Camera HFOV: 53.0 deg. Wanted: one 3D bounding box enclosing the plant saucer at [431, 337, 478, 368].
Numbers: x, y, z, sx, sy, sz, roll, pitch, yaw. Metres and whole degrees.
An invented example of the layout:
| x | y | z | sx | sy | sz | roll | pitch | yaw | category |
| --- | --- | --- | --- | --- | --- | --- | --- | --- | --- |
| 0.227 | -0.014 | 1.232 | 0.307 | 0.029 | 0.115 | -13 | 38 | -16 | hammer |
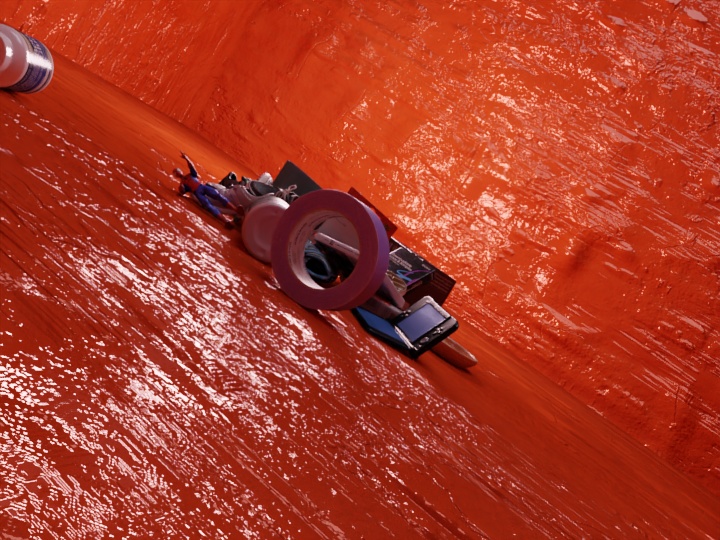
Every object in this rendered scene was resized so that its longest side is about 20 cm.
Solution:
| x | y | z | sx | sy | sz | roll | pitch | yaw | category |
| --- | --- | --- | --- | --- | --- | --- | --- | --- | --- |
| 0.203 | 0.184 | 1.801 | 0.198 | 0.038 | 0.200 | 33 | 4 | -2 | plant saucer |

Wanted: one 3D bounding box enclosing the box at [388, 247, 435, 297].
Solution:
| x | y | z | sx | sy | sz | roll | pitch | yaw | category |
| --- | --- | --- | --- | --- | --- | --- | --- | --- | --- |
| 0.083 | 0.017 | 1.924 | 0.197 | 0.037 | 0.142 | -26 | 43 | -31 | box |

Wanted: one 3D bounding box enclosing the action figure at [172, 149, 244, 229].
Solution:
| x | y | z | sx | sy | sz | roll | pitch | yaw | category |
| --- | --- | --- | --- | --- | --- | --- | --- | --- | --- |
| -0.340 | -0.175 | 1.523 | 0.198 | 0.066 | 0.099 | 35 | -12 | 25 | action figure |

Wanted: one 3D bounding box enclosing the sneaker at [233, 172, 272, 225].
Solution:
| x | y | z | sx | sy | sz | roll | pitch | yaw | category |
| --- | --- | --- | --- | --- | --- | --- | --- | --- | --- |
| -0.246 | -0.158 | 1.734 | 0.074 | 0.080 | 0.202 | 35 | 38 | -19 | sneaker |

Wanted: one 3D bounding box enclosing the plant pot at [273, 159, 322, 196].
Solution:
| x | y | z | sx | sy | sz | roll | pitch | yaw | category |
| --- | --- | --- | --- | --- | --- | --- | --- | --- | --- |
| -0.177 | -0.175 | 1.997 | 0.200 | 0.162 | 0.201 | 40 | -2 | 2 | plant pot |

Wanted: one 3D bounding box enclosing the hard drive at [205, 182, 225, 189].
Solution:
| x | y | z | sx | sy | sz | roll | pitch | yaw | category |
| --- | --- | --- | --- | --- | --- | --- | --- | --- | --- |
| -0.298 | -0.154 | 1.832 | 0.198 | 0.038 | 0.140 | 35 | 5 | 2 | hard drive |

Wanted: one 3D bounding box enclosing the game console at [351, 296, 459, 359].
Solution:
| x | y | z | sx | sy | sz | roll | pitch | yaw | category |
| --- | --- | --- | --- | --- | --- | --- | --- | --- | --- |
| 0.085 | 0.091 | 1.505 | 0.120 | 0.169 | 0.200 | 58 | -4 | -20 | game console |

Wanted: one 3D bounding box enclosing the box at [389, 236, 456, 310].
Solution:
| x | y | z | sx | sy | sz | roll | pitch | yaw | category |
| --- | --- | --- | --- | --- | --- | --- | --- | --- | --- |
| 0.137 | 0.032 | 2.111 | 0.164 | 0.166 | 0.199 | 29 | 6 | -39 | box |

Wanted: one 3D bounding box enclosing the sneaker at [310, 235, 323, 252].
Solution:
| x | y | z | sx | sy | sz | roll | pitch | yaw | category |
| --- | --- | --- | --- | --- | --- | --- | --- | --- | --- |
| -0.163 | -0.084 | 1.792 | 0.128 | 0.081 | 0.198 | 33 | 4 | 29 | sneaker |

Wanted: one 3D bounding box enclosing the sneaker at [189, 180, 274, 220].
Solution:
| x | y | z | sx | sy | sz | roll | pitch | yaw | category |
| --- | --- | --- | --- | --- | --- | --- | --- | --- | --- |
| -0.282 | -0.162 | 1.605 | 0.195 | 0.084 | 0.075 | 16 | 6 | -2 | sneaker |

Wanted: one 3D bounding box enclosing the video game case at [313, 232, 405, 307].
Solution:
| x | y | z | sx | sy | sz | roll | pitch | yaw | category |
| --- | --- | --- | --- | --- | --- | --- | --- | --- | --- |
| 0.000 | 0.000 | 1.656 | 0.179 | 0.024 | 0.201 | 26 | -16 | 34 | video game case |

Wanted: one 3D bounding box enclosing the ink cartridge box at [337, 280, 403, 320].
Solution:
| x | y | z | sx | sy | sz | roll | pitch | yaw | category |
| --- | --- | --- | --- | --- | --- | --- | --- | --- | --- |
| 0.033 | 0.071 | 1.719 | 0.160 | 0.051 | 0.200 | 33 | 8 | -16 | ink cartridge box |

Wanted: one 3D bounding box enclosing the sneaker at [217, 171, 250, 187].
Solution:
| x | y | z | sx | sy | sz | roll | pitch | yaw | category |
| --- | --- | --- | --- | --- | --- | --- | --- | --- | --- |
| -0.318 | -0.210 | 1.965 | 0.199 | 0.083 | 0.071 | 38 | 2 | 35 | sneaker |

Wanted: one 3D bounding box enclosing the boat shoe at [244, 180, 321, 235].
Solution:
| x | y | z | sx | sy | sz | roll | pitch | yaw | category |
| --- | --- | --- | --- | --- | --- | --- | --- | --- | --- |
| -0.173 | -0.158 | 1.666 | 0.197 | 0.068 | 0.074 | 35 | 43 | -3 | boat shoe |

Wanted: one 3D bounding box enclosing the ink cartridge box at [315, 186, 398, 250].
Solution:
| x | y | z | sx | sy | sz | roll | pitch | yaw | category |
| --- | --- | --- | --- | --- | --- | --- | --- | --- | --- |
| -0.018 | -0.088 | 1.826 | 0.159 | 0.201 | 0.047 | 41 | 43 | 1 | ink cartridge box |

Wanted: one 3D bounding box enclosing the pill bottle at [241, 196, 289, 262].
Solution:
| x | y | z | sx | sy | sz | roll | pitch | yaw | category |
| --- | --- | --- | --- | --- | --- | --- | --- | --- | --- |
| -0.184 | -0.090 | 1.471 | 0.112 | 0.115 | 0.200 | 31 | 5 | -12 | pill bottle |

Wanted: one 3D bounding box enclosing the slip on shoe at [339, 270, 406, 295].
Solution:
| x | y | z | sx | sy | sz | roll | pitch | yaw | category |
| --- | --- | --- | --- | --- | --- | --- | --- | --- | --- |
| 0.027 | 0.033 | 1.796 | 0.196 | 0.062 | 0.076 | 20 | 29 | 25 | slip on shoe |

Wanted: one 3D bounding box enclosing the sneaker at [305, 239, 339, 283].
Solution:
| x | y | z | sx | sy | sz | roll | pitch | yaw | category |
| --- | --- | --- | --- | --- | --- | --- | --- | --- | --- |
| -0.132 | -0.044 | 1.611 | 0.197 | 0.074 | 0.082 | 33 | 6 | 3 | sneaker |

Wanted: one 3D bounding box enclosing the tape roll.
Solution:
| x | y | z | sx | sy | sz | roll | pitch | yaw | category |
| --- | --- | --- | --- | --- | --- | --- | --- | --- | --- |
| -0.052 | -0.033 | 1.253 | 0.198 | 0.203 | 0.085 | 33 | 4 | 15 | tape roll |

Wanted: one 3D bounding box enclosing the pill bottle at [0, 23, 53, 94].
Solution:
| x | y | z | sx | sy | sz | roll | pitch | yaw | category |
| --- | --- | --- | --- | --- | --- | --- | --- | --- | --- |
| -0.667 | -0.400 | 1.363 | 0.110 | 0.113 | 0.200 | 32 | 5 | -7 | pill bottle |
